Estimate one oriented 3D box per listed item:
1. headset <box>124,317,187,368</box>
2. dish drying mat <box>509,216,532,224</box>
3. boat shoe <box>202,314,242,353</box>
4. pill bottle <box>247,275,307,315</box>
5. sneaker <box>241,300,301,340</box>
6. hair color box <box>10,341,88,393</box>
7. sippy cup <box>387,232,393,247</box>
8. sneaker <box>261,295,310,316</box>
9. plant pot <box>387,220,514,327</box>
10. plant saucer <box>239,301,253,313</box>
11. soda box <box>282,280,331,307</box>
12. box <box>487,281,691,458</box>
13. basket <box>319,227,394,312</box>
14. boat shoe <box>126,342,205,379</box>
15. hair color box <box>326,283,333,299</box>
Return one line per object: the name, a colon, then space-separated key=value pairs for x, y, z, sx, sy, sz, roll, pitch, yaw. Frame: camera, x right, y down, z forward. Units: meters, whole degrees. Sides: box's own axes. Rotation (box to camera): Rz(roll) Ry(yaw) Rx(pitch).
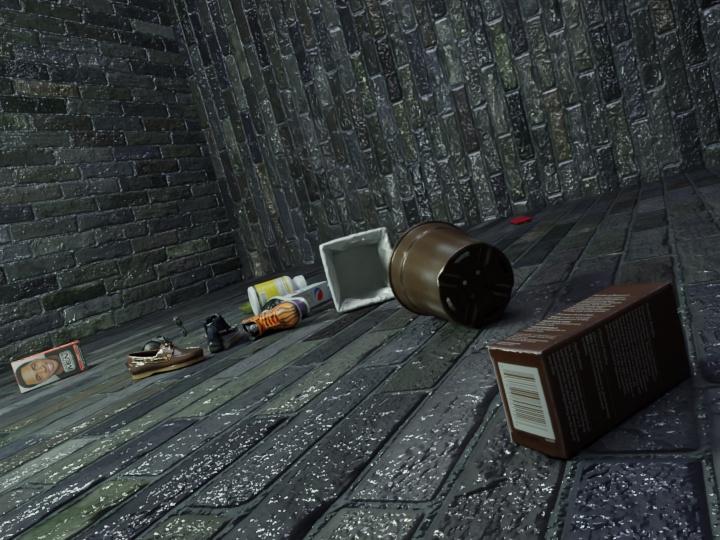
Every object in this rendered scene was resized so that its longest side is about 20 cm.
headset: x=-0.596 y=0.216 z=1.601 sx=0.199 sy=0.094 sz=0.124 roll=-27 pitch=5 yaw=4
dish drying mat: x=0.778 y=-0.241 z=2.668 sx=0.076 sy=0.018 sz=0.200 roll=-16 pitch=6 yaw=7
boat shoe: x=-0.389 y=0.162 z=1.554 sx=0.074 sy=0.093 sz=0.200 roll=-16 pitch=6 yaw=0
pill bottle: x=-0.290 y=0.085 z=1.954 sx=0.199 sy=0.112 sz=0.111 roll=-17 pitch=6 yaw=-19
sneaker: x=-0.249 y=0.145 z=1.502 sx=0.199 sy=0.078 sz=0.112 roll=-25 pitch=1 yaw=45
hair color box: x=-1.005 y=0.310 z=1.783 sx=0.199 sy=0.102 sz=0.061 roll=-21 pitch=7 yaw=-34
sippy cup: x=0.060 y=-0.061 z=1.860 sx=0.176 sy=0.131 sz=0.140 roll=-12 pitch=18 yaw=-4
sneaker: x=-0.251 y=0.124 z=1.673 sx=0.199 sy=0.076 sz=0.087 roll=-11 pitch=13 yaw=41
plant pot: x=0.176 y=0.011 z=1.048 sx=0.199 sy=0.202 sz=0.198 roll=-17 pitch=13 yaw=-12
plant saucer: x=-0.378 y=0.130 z=2.165 sx=0.198 sy=0.031 sz=0.200 roll=-15 pitch=5 yaw=1
soda box: x=-0.182 y=0.093 z=1.818 sx=0.068 sy=0.064 sz=0.200 roll=-12 pitch=6 yaw=35
box: x=0.228 y=0.087 z=0.537 sx=0.199 sy=0.101 sz=0.075 roll=-18 pitch=6 yaw=-27
basket: x=0.000 y=0.000 z=1.577 sx=0.197 sy=0.202 sz=0.161 roll=-16 pitch=0 yaw=-4
boat shoe: x=-0.502 y=0.223 z=1.409 sx=0.198 sy=0.071 sz=0.070 roll=-14 pitch=5 yaw=1
hair color box: x=0.000 y=0.034 z=1.785 sx=0.199 sy=0.061 sz=0.100 roll=-13 pitch=23 yaw=32
